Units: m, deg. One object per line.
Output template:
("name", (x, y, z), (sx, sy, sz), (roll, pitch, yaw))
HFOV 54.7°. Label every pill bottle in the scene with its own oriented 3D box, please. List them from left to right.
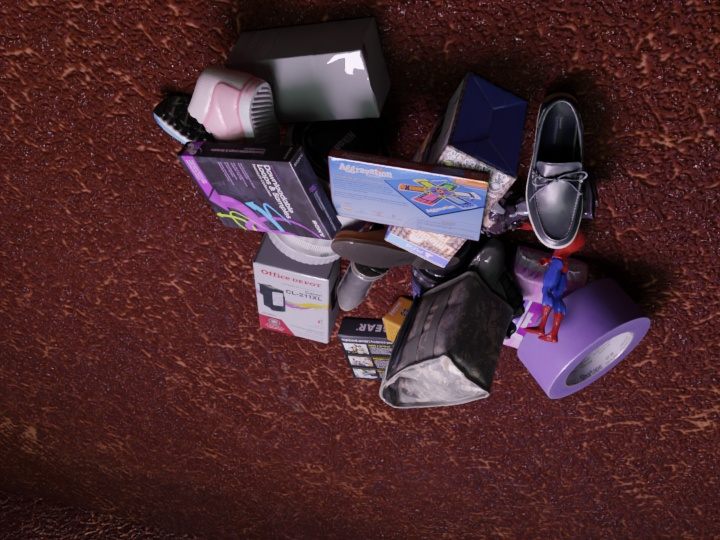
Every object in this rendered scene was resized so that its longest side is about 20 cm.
("pill bottle", (0.141, 0.020, 1.164), (0.111, 0.112, 0.201), (7, 140, 14))

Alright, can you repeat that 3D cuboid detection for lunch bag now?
("lunch bag", (0.114, 0.115, 1.062), (0.117, 0.165, 0.199), (41, 141, -18))

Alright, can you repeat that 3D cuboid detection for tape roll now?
("tape roll", (0.357, 0.111, 1.118), (0.199, 0.085, 0.201), (-24, 147, -16))

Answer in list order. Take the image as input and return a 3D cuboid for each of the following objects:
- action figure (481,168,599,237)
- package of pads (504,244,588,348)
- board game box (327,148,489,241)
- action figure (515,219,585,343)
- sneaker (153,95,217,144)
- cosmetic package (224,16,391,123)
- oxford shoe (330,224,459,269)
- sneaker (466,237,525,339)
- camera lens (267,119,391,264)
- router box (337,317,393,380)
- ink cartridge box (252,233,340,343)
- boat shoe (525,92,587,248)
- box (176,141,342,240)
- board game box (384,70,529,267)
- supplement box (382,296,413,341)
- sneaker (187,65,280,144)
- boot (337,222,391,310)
("action figure", (0.236, -0.090, 1.001), (0.198, 0.130, 0.070), (-11, 91, 25))
("package of pads", (0.290, 0.052, 1.171), (0.119, 0.076, 0.201), (18, 141, 6))
("board game box", (0.058, -0.095, 0.880), (0.198, 0.020, 0.103), (11, 142, 10))
("action figure", (0.274, -0.002, 1.046), (0.065, 0.202, 0.099), (27, 169, -41))
("sneaker", (-0.241, -0.191, 1.097), (0.199, 0.079, 0.090), (34, 142, -18))
("cosmetic package", (-0.068, -0.265, 0.936), (0.198, 0.091, 0.107), (0, 139, 17))
("oxford shoe", (0.049, -0.046, 1.025), (0.198, 0.072, 0.071), (3, 160, -23))
("sneaker", (0.217, 0.030, 1.086), (0.090, 0.076, 0.201), (30, 150, 30))
("camera lens", (-0.052, -0.123, 1.033), (0.159, 0.161, 0.200), (23, 141, -5))
("router box", (0.067, 0.165, 1.412), (0.198, 0.051, 0.150), (2, 136, 20))
("ink cartridge box", (-0.117, 0.034, 1.306), (0.144, 0.083, 0.201), (13, 141, 8))
("boat shoe", (0.254, -0.128, 0.900), (0.074, 0.062, 0.202), (3, 100, 12))
("box", (-0.135, -0.107, 0.934), (0.198, 0.036, 0.143), (7, 144, 32))
("board game box", (0.129, -0.134, 0.949), (0.096, 0.160, 0.200), (25, 142, -8))
("supplement box", (0.138, 0.120, 1.267), (0.199, 0.067, 0.069), (21, 147, 34))
("sneaker", (-0.171, -0.195, 0.942), (0.104, 0.076, 0.201), (24, 151, 11))
("boot", (0.001, 0.002, 1.155), (0.072, 0.182, 0.200), (37, 135, -2))
